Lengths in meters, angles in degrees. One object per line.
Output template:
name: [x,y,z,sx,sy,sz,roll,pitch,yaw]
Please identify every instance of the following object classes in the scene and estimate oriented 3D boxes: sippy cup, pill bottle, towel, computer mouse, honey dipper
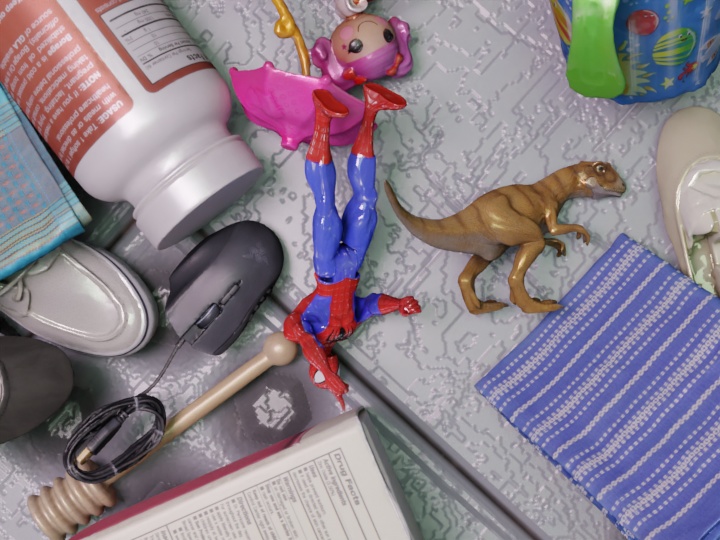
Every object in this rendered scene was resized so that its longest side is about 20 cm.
sippy cup: [0.168,-0.177,0.778,0.178,0.130,0.140,-28,44,-16]
pill bottle: [-0.153,-0.116,0.807,0.112,0.112,0.200,-37,87,1]
towel: [-0.281,-0.034,0.784,0.200,0.022,0.147,-30,68,-14]
computer mouse: [-0.114,0.050,0.812,0.059,0.034,0.200,39,74,-18]
towel: [0.171,0.073,0.770,0.145,0.024,0.200,-46,43,-1]
honey dipper: [-0.124,0.102,0.838,0.200,0.038,0.038,-37,87,-1]

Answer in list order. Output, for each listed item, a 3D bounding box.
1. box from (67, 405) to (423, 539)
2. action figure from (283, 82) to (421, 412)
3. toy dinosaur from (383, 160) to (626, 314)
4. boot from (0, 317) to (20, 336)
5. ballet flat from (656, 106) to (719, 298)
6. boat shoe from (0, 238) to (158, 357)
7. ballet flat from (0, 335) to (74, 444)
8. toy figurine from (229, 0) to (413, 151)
box: [-0.064,0.182,0.796,0.200,0.109,0.128,-23,88,1]
action figure: [0.000,0.000,0.782,0.065,0.099,0.200,-11,127,-31]
toy dinosaur: [0.080,-0.023,0.805,0.200,0.060,0.106,-16,105,-36]
boot: [-0.275,0.122,0.834,0.165,0.066,0.200,31,84,0]
ballet flat: [0.232,-0.009,0.813,0.069,0.069,0.200,-11,88,2]
boat shoe: [-0.223,-0.005,0.823,0.200,0.070,0.071,33,98,4]
ballet flat: [-0.273,0.081,0.769,0.200,0.068,0.068,-11,82,1]
toy figurine: [-0.026,-0.171,0.816,0.200,0.150,0.184,-21,102,-23]
